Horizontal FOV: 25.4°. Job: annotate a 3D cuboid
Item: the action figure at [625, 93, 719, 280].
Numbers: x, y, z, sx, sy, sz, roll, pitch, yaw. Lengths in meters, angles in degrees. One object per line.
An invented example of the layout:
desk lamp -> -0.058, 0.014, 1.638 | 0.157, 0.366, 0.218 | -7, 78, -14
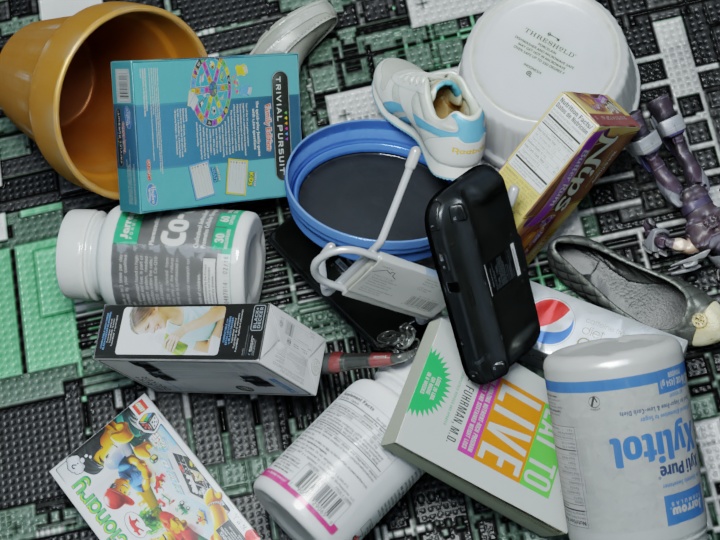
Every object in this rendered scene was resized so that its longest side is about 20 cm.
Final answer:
action figure -> 0.336, -0.080, 1.631 | 0.130, 0.069, 0.200 | -26, 85, -13

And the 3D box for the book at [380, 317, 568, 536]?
book -> 0.128, 0.152, 1.533 | 0.200, 0.048, 0.134 | 30, 68, -19

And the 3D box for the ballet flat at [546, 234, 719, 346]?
ballet flat -> 0.274, 0.023, 1.603 | 0.200, 0.057, 0.067 | 25, 92, 18

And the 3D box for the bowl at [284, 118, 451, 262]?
bowl -> 0.020, -0.081, 1.647 | 0.200, 0.039, 0.201 | 3, 43, -3

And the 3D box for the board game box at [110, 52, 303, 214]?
board game box -> -0.155, -0.144, 1.643 | 0.199, 0.047, 0.152 | -8, 101, -36

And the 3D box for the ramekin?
ramekin -> 0.195, -0.205, 1.684 | 0.202, 0.094, 0.203 | -3, 70, 7

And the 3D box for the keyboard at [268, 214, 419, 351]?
keyboard -> 0.000, 0.000, 1.665 | 0.104, 0.040, 0.200 | -39, 59, -10

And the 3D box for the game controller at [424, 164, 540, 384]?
game controller -> 0.116, 0.005, 1.482 | 0.042, 0.201, 0.104 | 5, 32, 37

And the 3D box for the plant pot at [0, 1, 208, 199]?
plant pot -> -0.288, -0.190, 1.693 | 0.183, 0.200, 0.201 | 19, 71, 44

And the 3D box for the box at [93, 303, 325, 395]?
box -> -0.149, 0.079, 1.584 | 0.199, 0.117, 0.060 | 0, 70, 29

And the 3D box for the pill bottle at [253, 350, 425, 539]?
pill bottle -> 0.002, 0.178, 1.552 | 0.113, 0.113, 0.200 | 40, 71, 19

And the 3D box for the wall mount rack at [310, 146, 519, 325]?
wall mount rack -> 0.055, -0.023, 1.512 | 0.199, 0.174, 0.075 | 18, 48, -30

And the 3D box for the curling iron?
curling iron -> -0.018, 0.088, 1.592 | 0.200, 0.026, 0.050 | -15, 20, 39

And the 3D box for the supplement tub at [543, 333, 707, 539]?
supplement tub -> 0.247, 0.167, 1.483 | 0.131, 0.132, 0.201 | -10, 94, 4

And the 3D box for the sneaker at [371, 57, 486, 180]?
sneaker -> 0.076, -0.177, 1.670 | 0.076, 0.081, 0.200 | -11, 39, -24

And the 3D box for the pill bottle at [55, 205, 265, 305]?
pill bottle -> -0.206, -0.011, 1.657 | 0.199, 0.113, 0.114 | 3, 70, 9

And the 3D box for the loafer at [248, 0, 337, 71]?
loafer -> -0.096, -0.213, 1.746 | 0.200, 0.070, 0.070 | -43, 74, -1

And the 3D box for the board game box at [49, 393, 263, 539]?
board game box -> -0.205, 0.238, 1.605 | 0.126, 0.035, 0.200 | -40, 70, -7

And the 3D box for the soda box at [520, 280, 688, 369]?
soda box -> 0.220, 0.072, 1.594 | 0.199, 0.064, 0.068 | 22, 74, 14

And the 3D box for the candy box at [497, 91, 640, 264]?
candy box -> 0.179, -0.084, 1.584 | 0.056, 0.117, 0.200 | 47, 114, 19
